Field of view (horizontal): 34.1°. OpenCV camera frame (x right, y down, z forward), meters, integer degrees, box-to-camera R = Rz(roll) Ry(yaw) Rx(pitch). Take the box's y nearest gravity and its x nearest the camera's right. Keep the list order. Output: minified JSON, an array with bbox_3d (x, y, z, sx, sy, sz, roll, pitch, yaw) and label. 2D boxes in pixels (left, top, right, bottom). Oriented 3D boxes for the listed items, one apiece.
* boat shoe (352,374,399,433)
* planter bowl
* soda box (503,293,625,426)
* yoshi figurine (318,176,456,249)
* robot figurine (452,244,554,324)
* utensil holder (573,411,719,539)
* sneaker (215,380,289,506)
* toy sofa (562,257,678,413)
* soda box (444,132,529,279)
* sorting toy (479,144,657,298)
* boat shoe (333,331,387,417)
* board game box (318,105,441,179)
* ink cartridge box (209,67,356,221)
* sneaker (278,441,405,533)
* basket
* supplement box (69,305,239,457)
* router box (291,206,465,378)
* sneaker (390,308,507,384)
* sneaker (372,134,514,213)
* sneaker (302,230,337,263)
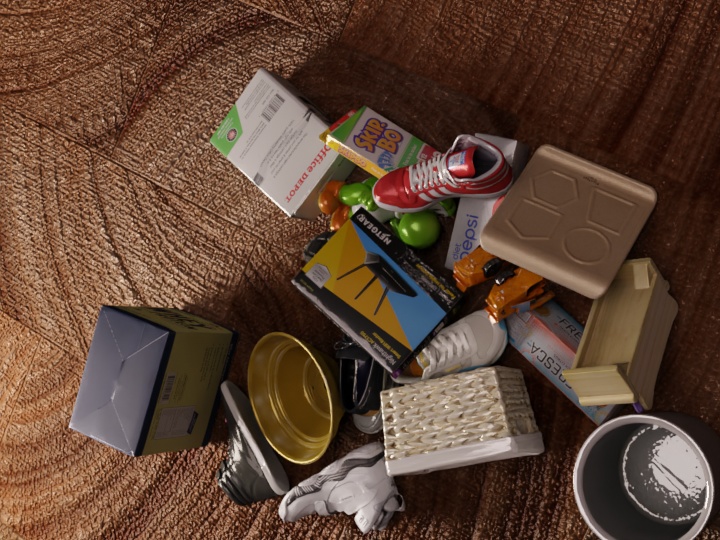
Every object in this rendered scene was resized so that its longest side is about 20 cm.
[{"bbox_3d":[0.021,0.143,1.747,0.074,0.065,0.203,16,95,26],"label":"boat shoe"},{"bbox_3d":[-0.078,0.183,1.767,0.200,0.083,0.202,16,113,45],"label":"planter bowl"},{"bbox_3d":[0.285,0.116,1.612,0.200,0.068,0.064,45,127,21],"label":"soda box"},{"bbox_3d":[0.040,-0.078,1.736,0.199,0.112,0.113,1,102,24],"label":"yoshi figurine"},{"bbox_3d":[0.233,-0.015,1.611,0.199,0.058,0.145,-29,58,-20],"label":"robot figurine"},{"bbox_3d":[0.379,0.262,1.492,0.169,0.200,0.171,-1,87,26],"label":"utensil holder"},{"bbox_3d":[-0.197,0.278,1.841,0.099,0.071,0.201,-30,78,16],"label":"sneaker"},{"bbox_3d":[0.344,0.088,1.540,0.082,0.098,0.201,-9,44,40],"label":"toy sofa"},{"bbox_3d":[0.182,-0.092,1.684,0.068,0.063,0.201,15,93,25],"label":"soda box"},{"bbox_3d":[0.283,-0.067,1.594,0.184,0.037,0.200,25,59,18],"label":"sorting toy"},{"bbox_3d":[0.002,0.113,1.689,0.074,0.062,0.201,4,93,41],"label":"boat shoe"},{"bbox_3d":[0.042,-0.173,1.720,0.199,0.096,0.030,32,140,19],"label":"board game box"},{"bbox_3d":[-0.113,-0.193,1.822,0.200,0.084,0.146,44,104,21],"label":"ink cartridge box"},{"bbox_3d":[-0.027,0.351,1.752,0.199,0.075,0.115,-35,70,16],"label":"sneaker"},{"bbox_3d":[0.140,0.212,1.650,0.199,0.135,0.124,-14,77,25],"label":"basket"},{"bbox_3d":[-0.319,0.169,1.836,0.134,0.200,0.201,19,95,25],"label":"supplement box"},{"bbox_3d":[0.026,0.030,1.643,0.200,0.051,0.149,41,84,18],"label":"router box"},{"bbox_3d":[0.126,0.116,1.659,0.200,0.080,0.077,-36,70,41],"label":"sneaker"},{"bbox_3d":[0.107,-0.132,1.601,0.199,0.112,0.072,-9,75,9],"label":"sneaker"},{"bbox_3d":[0.000,0.000,1.755,0.199,0.079,0.076,17,64,34],"label":"sneaker"}]
